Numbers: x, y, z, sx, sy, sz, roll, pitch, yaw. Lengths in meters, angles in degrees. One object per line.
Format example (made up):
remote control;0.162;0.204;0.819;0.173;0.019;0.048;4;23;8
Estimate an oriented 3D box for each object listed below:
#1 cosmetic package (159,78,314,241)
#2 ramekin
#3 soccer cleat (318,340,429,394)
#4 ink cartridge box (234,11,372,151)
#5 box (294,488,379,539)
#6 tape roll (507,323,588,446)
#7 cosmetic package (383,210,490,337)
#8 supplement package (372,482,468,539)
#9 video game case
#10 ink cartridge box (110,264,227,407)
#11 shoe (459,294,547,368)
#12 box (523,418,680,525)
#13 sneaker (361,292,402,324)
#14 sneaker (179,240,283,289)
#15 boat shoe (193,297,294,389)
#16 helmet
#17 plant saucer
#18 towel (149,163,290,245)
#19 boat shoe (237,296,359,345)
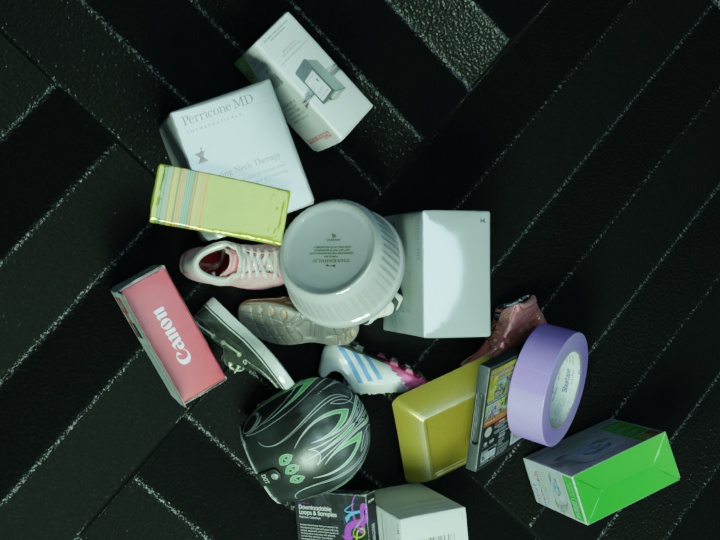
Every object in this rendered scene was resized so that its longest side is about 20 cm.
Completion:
cosmetic package;-0.197;-0.167;1.519;0.167;0.166;0.201;-22;97;-16
ramekin;-0.037;-0.019;1.519;0.202;0.094;0.203;-7;67;16
soccer cleat;0.021;0.181;1.651;0.199;0.070;0.087;25;93;-12
ink cartridge box;-0.093;-0.298;1.564;0.200;0.145;0.084;46;76;-13
box;-0.035;0.459;1.599;0.036;0.142;0.201;-11;97;-59
tape roll;0.322;0.195;1.662;0.200;0.065;0.201;-32;129;-49
cosmetic package;0.122;0.005;1.608;0.122;0.200;0.200;0;90;-18
supplement package;0.084;0.432;1.597;0.116;0.200;0.118;-6;92;-19
video game case;0.243;0.223;1.639;0.200;0.025;0.182;-15;115;-54
ink cartridge box;-0.291;0.097;1.485;0.084;0.176;0.201;-31;100;-16
shoe;0.244;0.116;1.721;0.200;0.071;0.091;-25;97;-22
box;0.424;0.352;1.723;0.199;0.176;0.097;-20;97;-17
sneaker;0.000;0.000;1.608;0.080;0.074;0.200;-12;61;-28
sneaker;-0.183;-0.008;1.558;0.199;0.105;0.076;1;88;-19
boat shoe;-0.189;0.130;1.549;0.200;0.071;0.064;41;79;19
helmet;-0.078;0.265;1.560;0.190;0.200;0.201;-29;99;1
plant saucer;0.162;0.266;1.657;0.199;0.048;0.201;-22;126;-17
towel;-0.205;-0.095;1.425;0.199;0.018;0.086;10;94;-18
boat shoe;-0.102;0.078;1.605;0.199;0.072;0.076;9;118;-4
